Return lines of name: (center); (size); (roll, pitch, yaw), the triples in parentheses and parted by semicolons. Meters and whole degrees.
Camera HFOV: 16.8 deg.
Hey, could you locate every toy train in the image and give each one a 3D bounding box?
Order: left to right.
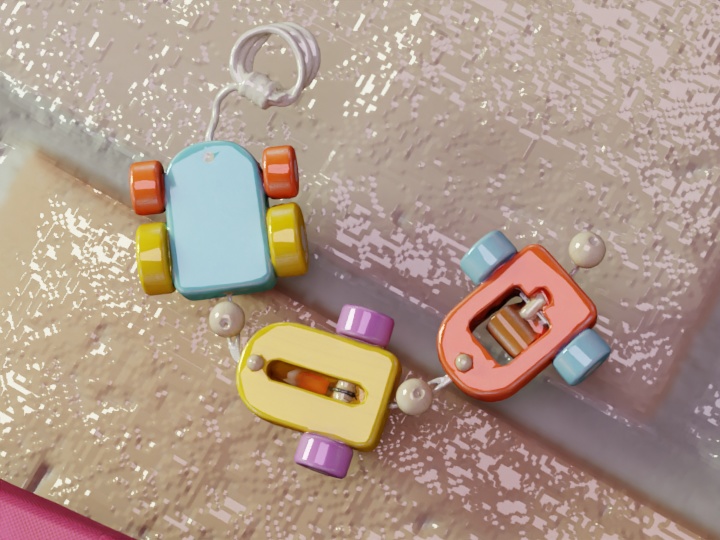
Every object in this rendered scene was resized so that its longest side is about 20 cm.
toy train: (0.000, 0.000, 1.007); (0.200, 0.056, 0.150); (44, 86, 12)

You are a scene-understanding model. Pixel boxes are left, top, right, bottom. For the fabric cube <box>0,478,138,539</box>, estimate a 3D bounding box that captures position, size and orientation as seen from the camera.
fabric cube: (-0.192, 0.164, 0.927); (0.199, 0.196, 0.200); (21, 82, 13)
